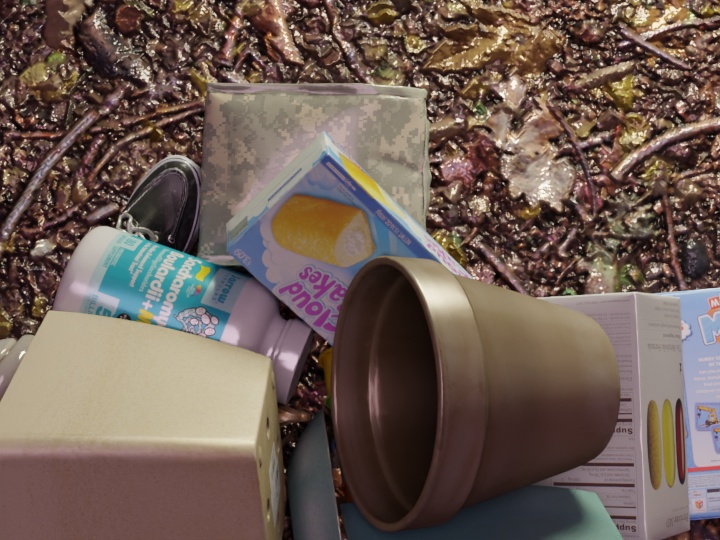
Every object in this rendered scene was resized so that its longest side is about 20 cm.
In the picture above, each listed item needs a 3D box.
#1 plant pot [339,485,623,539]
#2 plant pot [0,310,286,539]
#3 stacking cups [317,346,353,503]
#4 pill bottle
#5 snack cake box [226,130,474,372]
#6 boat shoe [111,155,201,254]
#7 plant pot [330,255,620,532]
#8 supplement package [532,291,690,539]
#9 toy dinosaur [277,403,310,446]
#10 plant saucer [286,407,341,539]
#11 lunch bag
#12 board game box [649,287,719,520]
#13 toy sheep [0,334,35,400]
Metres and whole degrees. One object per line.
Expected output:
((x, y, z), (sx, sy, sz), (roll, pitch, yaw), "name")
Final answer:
((0.101, 0.247, 0.993), (0.200, 0.141, 0.142), (-13, 111, -4), "plant pot")
((-0.150, 0.154, 0.968), (0.177, 0.200, 0.200), (-4, 115, 3), "plant pot")
((0.006, 0.164, 1.119), (0.060, 0.061, 0.200), (-9, 66, 0), "stacking cups")
((-0.142, 0.044, 1.074), (0.200, 0.111, 0.111), (19, 83, 3), "pill bottle")
((0.000, 0.000, 1.064), (0.115, 0.067, 0.200), (-43, 110, 11), "snack cake box")
((-0.201, -0.015, 1.168), (0.074, 0.068, 0.200), (32, 85, 4), "boat shoe")
((0.092, 0.092, 0.987), (0.173, 0.200, 0.201), (2, 82, -23), "plant pot")
((0.204, 0.123, 1.102), (0.109, 0.114, 0.201), (-4, 85, 32), "supplement package")
((-0.118, 0.160, 1.128), (0.200, 0.101, 0.058), (-40, 73, 19), "toy dinosaur")
((-0.034, 0.212, 1.056), (0.039, 0.201, 0.202), (-8, 83, -2), "plant saucer")
((-0.035, -0.077, 1.149), (0.199, 0.118, 0.164), (2, 85, 5), "lunch bag")
((0.316, 0.116, 1.160), (0.151, 0.037, 0.201), (-5, 84, 1), "board game box")
((-0.282, 0.125, 1.123), (0.200, 0.138, 0.138), (39, 85, -13), "toy sheep")
